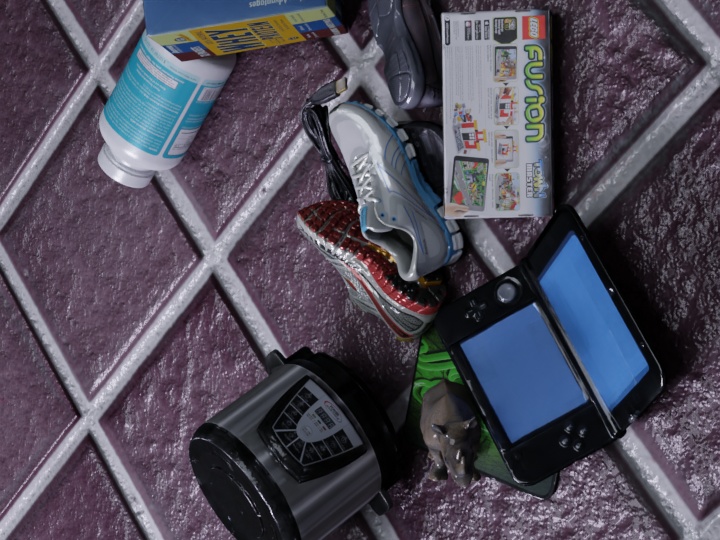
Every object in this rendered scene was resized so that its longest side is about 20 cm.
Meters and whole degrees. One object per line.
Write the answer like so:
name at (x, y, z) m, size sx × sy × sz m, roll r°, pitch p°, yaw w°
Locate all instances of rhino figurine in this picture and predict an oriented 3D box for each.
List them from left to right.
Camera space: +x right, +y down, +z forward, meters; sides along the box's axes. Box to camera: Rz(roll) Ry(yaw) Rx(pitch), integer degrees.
rhino figurine at (0.090, 0.161, 1.570) m, size 0.059 × 0.200 × 0.088 m, roll -4°, pitch 97°, yaw 0°

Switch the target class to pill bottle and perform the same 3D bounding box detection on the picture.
pill bottle at (-0.234, -0.195, 1.867) m, size 0.111 × 0.110 × 0.201 m, roll 49°, pitch 119°, yaw 28°

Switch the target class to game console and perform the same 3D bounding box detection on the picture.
game console at (0.173, 0.073, 1.516) m, size 0.175 × 0.116 × 0.201 m, roll -29°, pitch 68°, yaw 5°

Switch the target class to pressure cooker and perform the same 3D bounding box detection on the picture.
pressure cooker at (-0.060, 0.186, 1.683) m, size 0.178 × 0.199 × 0.177 m, roll 23°, pitch 139°, yaw 47°

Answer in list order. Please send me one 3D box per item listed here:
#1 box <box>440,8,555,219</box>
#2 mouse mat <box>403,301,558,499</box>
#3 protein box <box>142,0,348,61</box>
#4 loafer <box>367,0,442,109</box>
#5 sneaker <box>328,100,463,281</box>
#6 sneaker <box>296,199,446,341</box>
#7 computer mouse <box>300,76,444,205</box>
box at (0.135, -0.152, 1.573) m, size 0.109 × 0.035 × 0.202 m, roll 0°, pitch 91°, yaw 11°
mouse mat at (0.130, 0.129, 1.638) m, size 0.199 × 0.007 × 0.163 m, roll 18°, pitch 103°, yaw 40°
protein box at (-0.129, -0.347, 1.705) m, size 0.196 × 0.135 × 0.202 m, roll -8°, pitch 86°, yaw 8°
loafer at (0.053, -0.252, 1.661) m, size 0.072 × 0.062 × 0.202 m, roll 131°, pitch 136°, yaw -52°
sneaker at (0.022, -0.079, 1.624) m, size 0.201 × 0.086 × 0.075 m, roll 55°, pitch 141°, yaw 1°
sneaker at (0.000, 0.000, 1.691) m, size 0.200 × 0.077 × 0.083 m, roll 44°, pitch 136°, yaw 27°
computer mouse at (0.024, -0.145, 1.680) m, size 0.199 × 0.046 × 0.142 m, roll -14°, pitch 104°, yaw 48°
